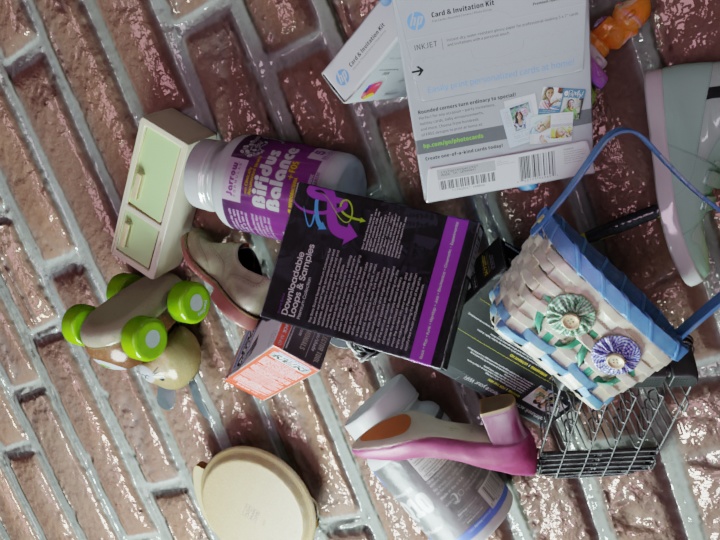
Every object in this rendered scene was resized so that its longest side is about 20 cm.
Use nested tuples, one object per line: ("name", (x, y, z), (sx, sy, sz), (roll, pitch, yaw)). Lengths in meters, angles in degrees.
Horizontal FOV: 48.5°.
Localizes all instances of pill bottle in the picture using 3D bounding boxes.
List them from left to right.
("pill bottle", (-0.101, -0.095, 0.923), (0.197, 0.112, 0.114), (13, 115, 21))
("pill bottle", (0.079, 0.231, 0.959), (0.201, 0.114, 0.114), (49, 122, 2))

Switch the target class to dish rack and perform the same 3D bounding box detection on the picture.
("dish rack", (0.257, 0.151, 0.837), (0.150, 0.055, 0.202), (-1, 135, -1))

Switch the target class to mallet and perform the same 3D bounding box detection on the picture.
("mallet", (0.229, -0.030, 0.831), (0.197, 0.066, 0.042), (-21, 80, 16))

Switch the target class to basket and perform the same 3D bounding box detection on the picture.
("basket", (0.221, 0.006, 0.685), (0.175, 0.139, 0.201), (37, 103, -6))

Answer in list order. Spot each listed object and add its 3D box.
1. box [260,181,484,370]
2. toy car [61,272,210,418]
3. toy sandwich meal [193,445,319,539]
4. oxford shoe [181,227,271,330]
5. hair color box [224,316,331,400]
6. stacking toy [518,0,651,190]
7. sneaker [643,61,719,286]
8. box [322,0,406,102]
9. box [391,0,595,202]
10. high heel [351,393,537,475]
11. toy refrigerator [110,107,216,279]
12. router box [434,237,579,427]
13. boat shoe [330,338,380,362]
("box", (0.009, 0.002, 0.793), (0.197, 0.036, 0.145), (15, 84, 19))
("toy car", (-0.277, 0.120, 1.086), (0.162, 0.158, 0.203), (6, 125, 37))
("toy sandwich meal", (-0.145, 0.328, 1.142), (0.202, 0.070, 0.209), (7, 110, 20))
("oxford shoe", (-0.160, -0.007, 0.990), (0.075, 0.070, 0.200), (-52, 47, 7))
("hair color box", (-0.089, 0.074, 0.933), (0.063, 0.112, 0.200), (29, 152, -15))
("stacking toy", (0.193, -0.183, 0.759), (0.110, 0.116, 0.200), (45, 111, 0))
("sneaker", (0.328, -0.090, 0.720), (0.116, 0.074, 0.204), (-7, 96, 24))
("box", (0.073, -0.243, 0.743), (0.041, 0.155, 0.200), (50, 123, 10))
("box", (0.113, -0.164, 0.666), (0.153, 0.041, 0.202), (-10, 124, 6))
("high heel", (0.092, 0.200, 0.876), (0.197, 0.068, 0.097), (-18, 108, 12))
("toy refrigerator", (-0.256, -0.096, 1.026), (0.075, 0.070, 0.202), (30, 121, 12))
("router box", (0.170, 0.072, 0.835), (0.198, 0.052, 0.149), (30, 124, -22))
("boat shoe", (-0.001, 0.070, 0.919), (0.072, 0.064, 0.200), (20, 157, -17))
